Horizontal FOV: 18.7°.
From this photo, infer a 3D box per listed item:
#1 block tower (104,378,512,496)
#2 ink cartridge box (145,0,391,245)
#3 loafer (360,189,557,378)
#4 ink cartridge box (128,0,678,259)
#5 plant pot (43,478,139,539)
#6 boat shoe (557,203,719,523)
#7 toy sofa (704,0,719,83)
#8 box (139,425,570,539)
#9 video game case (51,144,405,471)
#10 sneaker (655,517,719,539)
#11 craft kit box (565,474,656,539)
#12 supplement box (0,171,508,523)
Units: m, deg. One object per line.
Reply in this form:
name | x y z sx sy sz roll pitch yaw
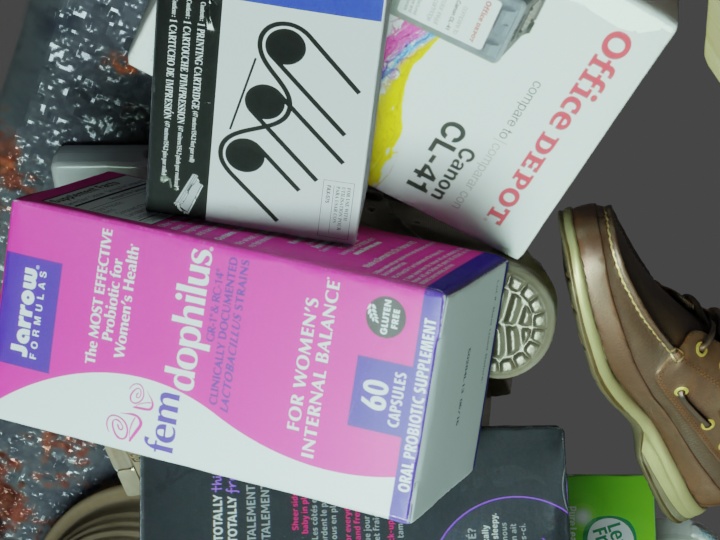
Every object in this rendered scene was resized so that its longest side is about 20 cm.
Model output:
block tower | -0.029 0.063 1.085 0.199 0.058 0.054 -11 124 15
ink cartridge box | -0.035 -0.109 0.887 0.093 0.044 0.201 9 126 2
loafer | 0.000 0.000 1.027 0.199 0.068 0.076 19 105 14
ink cartridge box | 0.020 -0.117 0.952 0.199 0.086 0.148 27 125 -9
plant pot | -0.111 0.214 1.165 0.200 0.093 0.202 7 104 26
boat shoe | 0.150 0.039 1.061 0.067 0.072 0.201 -19 128 15
toy sofa | 0.235 -0.117 0.837 0.199 0.083 0.098 -19 144 -9
box | -0.003 0.147 1.034 0.199 0.123 0.106 -1 159 -2
video game case | -0.052 0.024 1.108 0.181 0.022 0.201 0 127 9
sneaker | 0.106 0.203 1.179 0.200 0.082 0.074 -34 114 29
craft kit box | 0.052 0.202 1.096 0.196 0.201 0.049 1 162 -3
supplement box | -0.049 0.029 0.958 0.199 0.103 0.102 12 103 17
